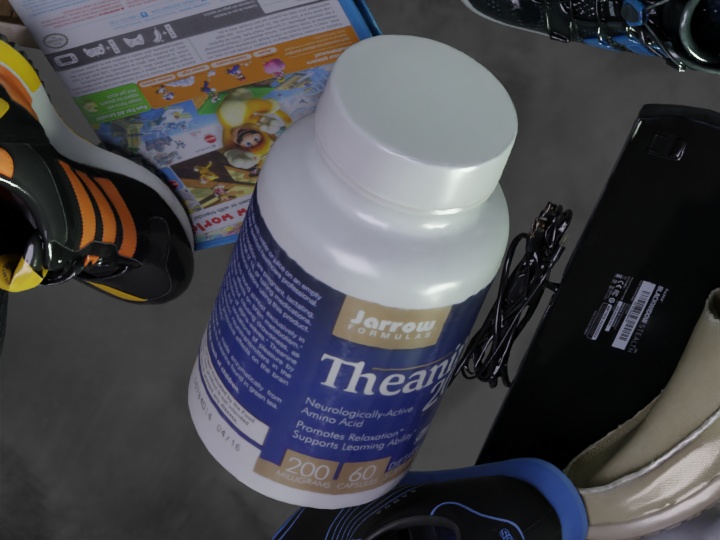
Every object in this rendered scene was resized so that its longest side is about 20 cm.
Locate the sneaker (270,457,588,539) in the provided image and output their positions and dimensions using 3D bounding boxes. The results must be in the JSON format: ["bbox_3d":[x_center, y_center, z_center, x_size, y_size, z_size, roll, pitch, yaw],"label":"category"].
[{"bbox_3d":[0.010,0.132,1.356,0.200,0.078,0.070,-22,95,47],"label":"sneaker"}]

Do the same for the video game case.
[{"bbox_3d":[-0.060,-0.092,1.309,0.142,0.018,0.200,-13,134,20],"label":"video game case"}]

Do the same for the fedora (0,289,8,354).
[{"bbox_3d":[-0.222,0.022,1.398,0.091,0.201,0.201,19,120,-30],"label":"fedora"}]

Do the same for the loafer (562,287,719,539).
[{"bbox_3d":[0.164,0.046,1.312,0.200,0.076,0.068,-35,103,15],"label":"loafer"}]

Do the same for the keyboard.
[{"bbox_3d":[0.108,0.008,1.345,0.104,0.040,0.201,17,115,-15],"label":"keyboard"}]

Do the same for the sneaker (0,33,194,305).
[{"bbox_3d":[-0.140,-0.018,1.305,0.070,0.090,0.200,-15,144,23],"label":"sneaker"}]

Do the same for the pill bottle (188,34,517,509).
[{"bbox_3d":[0.000,0.000,1.298,0.111,0.111,0.201,26,131,6],"label":"pill bottle"}]

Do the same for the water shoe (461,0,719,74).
[{"bbox_3d":[0.130,-0.122,1.257,0.199,0.079,0.072,5,111,15],"label":"water shoe"}]

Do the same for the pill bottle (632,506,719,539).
[{"bbox_3d":[0.139,0.177,1.350,0.104,0.104,0.200,42,116,-1],"label":"pill bottle"}]

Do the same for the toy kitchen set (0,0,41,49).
[{"bbox_3d":[-0.209,-0.164,1.277,0.179,0.200,0.164,11,113,13],"label":"toy kitchen set"}]
